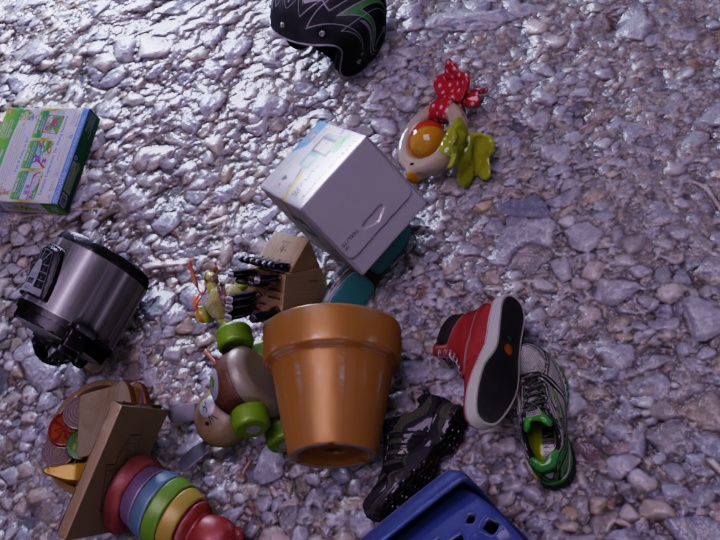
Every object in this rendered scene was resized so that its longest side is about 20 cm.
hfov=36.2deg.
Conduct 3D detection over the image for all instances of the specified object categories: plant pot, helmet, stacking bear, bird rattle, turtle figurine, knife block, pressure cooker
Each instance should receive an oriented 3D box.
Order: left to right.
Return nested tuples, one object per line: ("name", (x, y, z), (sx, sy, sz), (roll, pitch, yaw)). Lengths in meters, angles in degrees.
("pressure cooker", (-0.453, 0.060, 1.761), (0.177, 0.176, 0.202), (25, 77, 12))
("stacking bear", (-0.260, 0.359, 1.578), (0.198, 0.114, 0.122), (26, 60, 21))
("turtle figurine", (-0.204, 0.037, 1.737), (0.160, 0.064, 0.202), (-27, 59, 7))
("knife block", (-0.124, 0.043, 1.605), (0.063, 0.201, 0.177), (12, 56, 26))
("helmet", (-0.053, -0.437, 1.832), (0.197, 0.191, 0.203), (-9, 62, 17))
("plant pot", (-0.039, 0.169, 1.530), (0.197, 0.200, 0.186), (-9, 64, 17))
("bird rattle", (0.122, -0.222, 1.718), (0.162, 0.112, 0.202), (-30, 54, 25))
("plant pot", (0.122, 0.378, 1.362), (0.199, 0.200, 0.180), (-39, 51, 0))

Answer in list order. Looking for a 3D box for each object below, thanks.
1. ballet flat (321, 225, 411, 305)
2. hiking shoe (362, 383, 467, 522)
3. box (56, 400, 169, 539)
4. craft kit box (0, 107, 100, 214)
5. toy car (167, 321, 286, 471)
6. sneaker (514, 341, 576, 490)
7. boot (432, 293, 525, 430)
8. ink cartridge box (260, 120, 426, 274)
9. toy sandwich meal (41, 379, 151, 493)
("ballet flat", (0.000, 0.000, 1.683), (0.074, 0.074, 0.200), (38, 81, 31))
("hiking shoe", (0.061, 0.256, 1.530), (0.100, 0.076, 0.200), (28, 70, 41))
("box", (-0.355, 0.287, 1.594), (0.021, 0.163, 0.203), (22, 87, 16))
("craft kit box", (-0.595, -0.204, 2.023), (0.195, 0.049, 0.203), (6, 68, 21))
("toy car", (-0.205, 0.204, 1.617), (0.198, 0.157, 0.166), (-30, 54, 19))
("sneaker", (0.244, 0.185, 1.475), (0.077, 0.085, 0.203), (-18, 60, 13))
("boot", (0.148, 0.138, 1.520), (0.143, 0.072, 0.202), (-23, 39, 44))
("ink cartridge box", (-0.029, -0.113, 1.645), (0.147, 0.146, 0.200), (-47, 26, -6))
("toy sandwich meal", (-0.417, 0.252, 1.713), (0.202, 0.070, 0.208), (-9, 63, 17))
